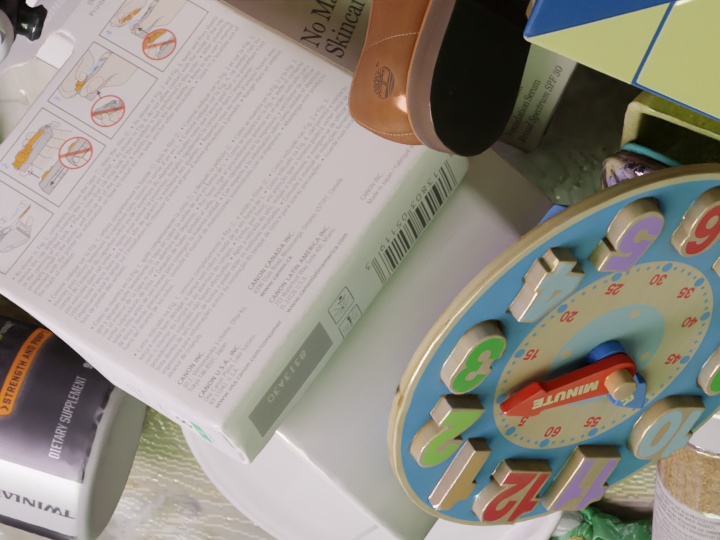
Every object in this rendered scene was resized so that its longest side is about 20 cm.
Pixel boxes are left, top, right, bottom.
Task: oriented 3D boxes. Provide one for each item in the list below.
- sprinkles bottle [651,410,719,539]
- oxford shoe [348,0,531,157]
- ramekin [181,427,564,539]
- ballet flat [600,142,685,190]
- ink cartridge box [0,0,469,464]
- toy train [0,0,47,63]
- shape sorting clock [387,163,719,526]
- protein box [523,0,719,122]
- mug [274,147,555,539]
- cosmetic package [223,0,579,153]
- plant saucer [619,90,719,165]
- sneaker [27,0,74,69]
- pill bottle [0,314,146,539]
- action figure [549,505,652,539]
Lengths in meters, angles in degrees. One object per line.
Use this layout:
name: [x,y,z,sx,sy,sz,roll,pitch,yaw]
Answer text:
sprinkles bottle: [0.178,0.114,1.490,0.068,0.068,0.200,11,136,13]
oxford shoe: [0.044,-0.144,1.218,0.071,0.201,0.071,9,161,45]
ramekin: [0.017,0.054,1.481,0.202,0.094,0.203,12,135,12]
ballet flat: [0.148,0.006,1.329,0.072,0.072,0.200,-1,164,24]
ink cartridge box: [-0.079,-0.034,1.266,0.200,0.161,0.050,30,165,28]
toy train: [-0.179,-0.160,1.284,0.114,0.200,0.087,14,137,-6]
shape sorting clock: [0.101,0.035,1.242,0.199,0.039,0.200,-22,146,-15]
protein box: [0.172,-0.187,1.099,0.135,0.200,0.199,23,137,0]
mug: [0.006,0.005,1.306,0.153,0.149,0.187,-47,113,-1]
cosmetic package: [0.009,-0.143,1.306,0.199,0.071,0.105,23,138,0]
plant saucer: [0.211,-0.038,1.284,0.199,0.048,0.200,21,173,5]
sneaker: [-0.106,-0.124,1.393,0.200,0.073,0.085,33,106,-1]
pill bottle: [-0.221,0.069,1.587,0.199,0.106,0.106,16,136,8]
action figure: [0.074,0.166,1.600,0.200,0.055,0.118,-23,117,33]
